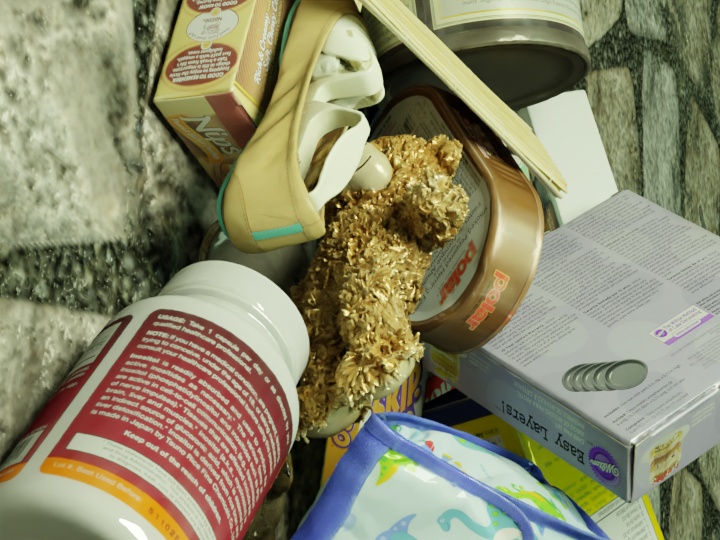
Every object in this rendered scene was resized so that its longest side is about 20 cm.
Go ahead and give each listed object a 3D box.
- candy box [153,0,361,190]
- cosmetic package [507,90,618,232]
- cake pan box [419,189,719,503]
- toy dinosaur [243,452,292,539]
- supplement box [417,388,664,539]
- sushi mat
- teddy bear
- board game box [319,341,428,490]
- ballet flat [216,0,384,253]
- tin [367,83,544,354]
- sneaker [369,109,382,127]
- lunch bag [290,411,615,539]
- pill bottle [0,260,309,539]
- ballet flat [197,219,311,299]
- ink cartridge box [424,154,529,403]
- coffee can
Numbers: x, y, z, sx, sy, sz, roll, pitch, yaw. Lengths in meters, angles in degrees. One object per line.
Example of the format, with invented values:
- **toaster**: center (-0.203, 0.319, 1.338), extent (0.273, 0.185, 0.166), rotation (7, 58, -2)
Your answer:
- **candy box**: center (-0.052, -0.147, 1.027), extent (0.116, 0.055, 0.202), rotation (54, 41, -49)
- **cosmetic package**: center (0.146, -0.002, 1.248), extent (0.151, 0.051, 0.202), rotation (104, -26, -61)
- **cake pan box**: center (0.165, 0.036, 1.060), extent (0.199, 0.184, 0.053), rotation (-30, 133, -30)
- **toy dinosaur**: center (-0.058, 0.119, 1.004), extent (0.101, 0.058, 0.202), rotation (40, 58, -76)
- **supplement box**: center (0.116, 0.166, 1.136), extent (0.108, 0.109, 0.202), rotation (-20, 89, -49)
- **sushi mat**: center (0.045, -0.123, 1.014), extent (0.200, 0.012, 0.096), rotation (42, 13, -25)
- **teddy bear**: center (0.000, 0.000, 0.950), extent (0.066, 0.145, 0.202), rotation (26, 66, -17)
- **board game box**: center (0.007, 0.110, 1.070), extent (0.095, 0.030, 0.202), rotation (-7, 104, -65)
- **ballet flat**: center (-0.018, -0.087, 0.954), extent (0.069, 0.062, 0.201), rotation (61, 36, -43)
- **tin**: center (0.044, -0.034, 1.042), extent (0.042, 0.113, 0.200), rotation (18, 25, -29)
- **sneaker**: center (0.057, -0.091, 1.229), extent (0.077, 0.080, 0.201), rotation (59, 38, -48)
- **lunch bag**: center (0.029, 0.177, 0.970), extent (0.199, 0.127, 0.171), rotation (27, 97, -42)
- **pill bottle**: center (-0.096, 0.086, 0.833), extent (0.200, 0.112, 0.114), rotation (-60, 139, -49)
- **ballet flat**: center (-0.043, 0.022, 1.048), extent (0.068, 0.046, 0.200), rotation (-59, 142, -7)
- **ink cartridge box**: center (0.066, 0.043, 1.196), extent (0.161, 0.050, 0.201), rotation (-41, 129, -36)
- **coffee can**: center (0.066, -0.218, 1.154), extent (0.146, 0.145, 0.202), rotation (20, 61, -63)
